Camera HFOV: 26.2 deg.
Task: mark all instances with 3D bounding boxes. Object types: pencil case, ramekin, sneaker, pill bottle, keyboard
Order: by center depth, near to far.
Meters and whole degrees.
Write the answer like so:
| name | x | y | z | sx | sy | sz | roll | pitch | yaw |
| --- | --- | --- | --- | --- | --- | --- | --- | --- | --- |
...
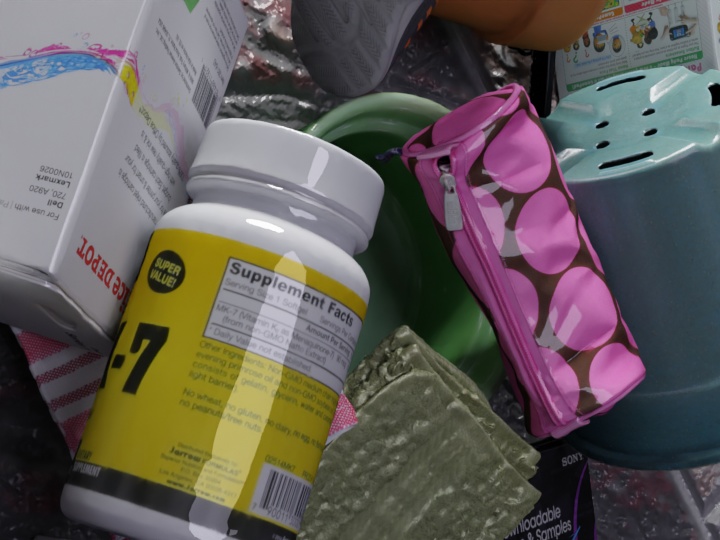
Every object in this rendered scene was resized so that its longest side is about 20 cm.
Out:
| name | x | y | z | sx | sy | sz | roll | pitch | yaw |
| --- | --- | --- | --- | --- | --- | --- | --- | --- | --- |
| pill bottle | -0.061 | 0.038 | 0.745 | 0.114 | 0.114 | 0.201 | 26 | 75 | -32 |
| sneaker | 0.040 | -0.168 | 0.859 | 0.112 | 0.200 | 0.078 | -29 | 86 | -31 |
| pencil case | 0.092 | 0.000 | 0.888 | 0.201 | 0.090 | 0.094 | 62 | 21 | -13 |
| ramekin | 0.000 | 0.000 | 0.933 | 0.199 | 0.097 | 0.202 | 4 | 84 | -36 |
| keyboard | 0.118 | -0.175 | 1.053 | 0.039 | 0.104 | 0.202 | 6 | 101 | 6 |

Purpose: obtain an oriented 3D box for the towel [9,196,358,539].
| name | x | y | z | sx | sy | sz | roll | pitch | yaw |
| --- | --- | --- | --- | --- | --- | --- | --- | --- | --- |
| towel | -0.108 | 0.028 | 0.816 | 0.146 | 0.030 | 0.201 | -28 | 80 | -5 |

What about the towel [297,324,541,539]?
| name | x | y | z | sx | sy | sz | roll | pitch | yaw |
| --- | --- | --- | --- | --- | --- | --- | --- | --- | --- |
| towel | 0.004 | 0.143 | 0.862 | 0.200 | 0.036 | 0.148 | -49 | 118 | -8 |

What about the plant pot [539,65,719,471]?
| name | x | y | z | sx | sy | sz | roll | pitch | yaw |
| --- | --- | --- | --- | --- | --- | --- | --- | --- | --- |
| plant pot | 0.194 | -0.012 | 0.991 | 0.200 | 0.199 | 0.197 | -38 | 120 | -32 |

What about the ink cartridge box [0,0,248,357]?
| name | x | y | z | sx | sy | sz | roll | pitch | yaw |
| --- | --- | --- | --- | --- | --- | --- | --- | --- | --- |
| ink cartridge box | -0.133 | -0.075 | 0.755 | 0.083 | 0.145 | 0.201 | 14 | 74 | 11 |

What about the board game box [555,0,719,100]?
| name | x | y | z | sx | sy | sz | roll | pitch | yaw |
| --- | --- | --- | --- | --- | --- | --- | --- | --- | --- |
| board game box | 0.199 | -0.222 | 1.072 | 0.064 | 0.147 | 0.202 | -5 | 89 | -39 |

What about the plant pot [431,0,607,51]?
| name | x | y | z | sx | sy | sz | roll | pitch | yaw |
| --- | --- | --- | --- | --- | --- | --- | --- | --- | --- |
| plant pot | 0.064 | -0.241 | 0.959 | 0.139 | 0.200 | 0.202 | 0 | 85 | -20 |

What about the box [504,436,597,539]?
| name | x | y | z | sx | sy | sz | roll | pitch | yaw |
| --- | --- | --- | --- | --- | --- | --- | --- | --- | --- |
| box | 0.115 | 0.217 | 1.012 | 0.143 | 0.036 | 0.202 | -7 | 88 | -55 |

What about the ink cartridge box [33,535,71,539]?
| name | x | y | z | sx | sy | sz | roll | pitch | yaw |
| --- | --- | --- | --- | --- | --- | --- | --- | --- | --- |
| ink cartridge box | -0.159 | 0.241 | 0.762 | 0.084 | 0.146 | 0.201 | 45 | 61 | -25 |
